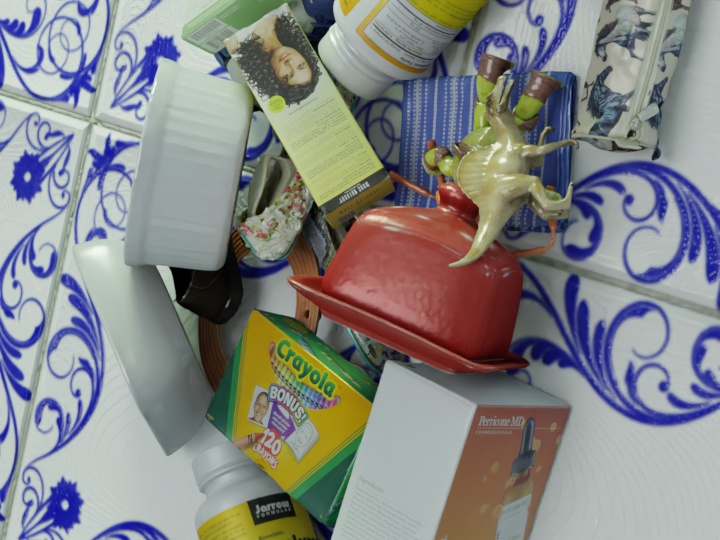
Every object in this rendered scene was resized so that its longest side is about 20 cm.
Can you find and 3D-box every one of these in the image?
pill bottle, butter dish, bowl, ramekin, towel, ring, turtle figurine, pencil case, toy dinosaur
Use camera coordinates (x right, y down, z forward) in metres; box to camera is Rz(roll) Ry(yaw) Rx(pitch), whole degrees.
[{"bbox_3d":[0.050,-0.255,1.652,0.200,0.109,0.110,-46,60,27],"label":"pill bottle"},{"bbox_3d":[0.065,-0.004,1.544,0.198,0.200,0.149,24,95,16],"label":"butter dish"},{"bbox_3d":[-0.214,0.071,1.815,0.074,0.200,0.201,-23,65,-5],"label":"bowl"},{"bbox_3d":[-0.163,-0.096,1.722,0.097,0.200,0.203,11,95,-4],"label":"ramekin"},{"bbox_3d":[0.111,-0.109,1.645,0.198,0.024,0.147,2,87,40],"label":"towel"},{"bbox_3d":[-0.097,0.268,1.730,0.111,0.111,0.202,-34,66,32],"label":"pill bottle"},{"bbox_3d":[-0.099,0.041,1.789,0.199,0.019,0.203,-15,70,47],"label":"ring"},{"bbox_3d":[0.108,-0.110,1.595,0.199,0.064,0.163,26,100,40],"label":"turtle figurine"},{"bbox_3d":[0.239,-0.198,1.509,0.089,0.077,0.202,26,104,64],"label":"pencil case"},{"bbox_3d":[0.129,-0.068,1.509,0.100,0.058,0.202,9,59,6],"label":"toy dinosaur"}]

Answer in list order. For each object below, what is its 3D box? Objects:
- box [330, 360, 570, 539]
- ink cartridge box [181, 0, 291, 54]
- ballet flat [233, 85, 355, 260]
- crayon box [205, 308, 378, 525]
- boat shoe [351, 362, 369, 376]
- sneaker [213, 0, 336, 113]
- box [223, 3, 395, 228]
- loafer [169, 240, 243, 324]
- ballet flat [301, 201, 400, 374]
[{"bbox_3d":[0.076,0.191,1.567,0.106,0.151,0.202,25,103,38],"label":"box"},{"bbox_3d":[-0.107,-0.330,1.766,0.145,0.048,0.202,-26,49,47],"label":"ink cartridge box"},{"bbox_3d":[-0.063,-0.105,1.711,0.075,0.064,0.202,-10,52,52],"label":"ballet flat"},{"bbox_3d":[-0.049,0.135,1.650,0.200,0.058,0.120,35,104,42],"label":"crayon box"},{"bbox_3d":[-0.007,0.183,1.689,0.071,0.069,0.202,-36,65,32],"label":"boat shoe"},{"bbox_3d":[-0.060,-0.213,1.767,0.199,0.080,0.116,-32,71,41],"label":"sneaker"},{"bbox_3d":[-0.048,-0.145,1.666,0.075,0.050,0.201,-31,76,0],"label":"box"},{"bbox_3d":[-0.176,-0.039,1.831,0.073,0.071,0.201,-47,49,31],"label":"loafer"},{"bbox_3d":[0.000,0.000,1.699,0.072,0.072,0.202,-41,63,29],"label":"ballet flat"}]
